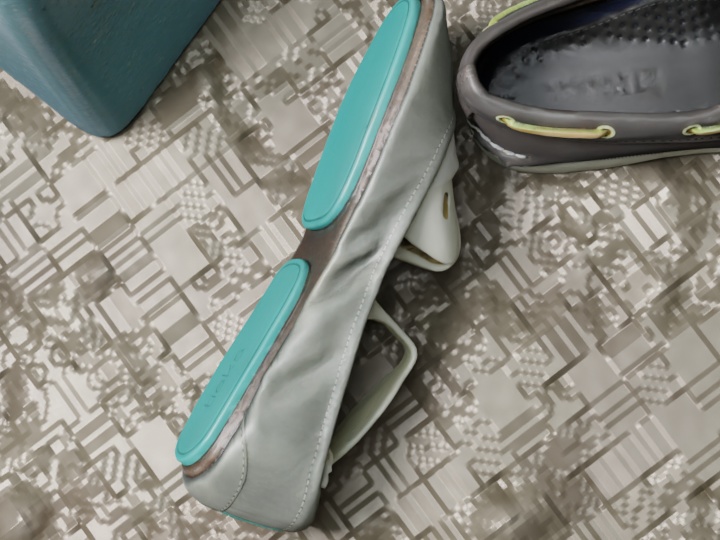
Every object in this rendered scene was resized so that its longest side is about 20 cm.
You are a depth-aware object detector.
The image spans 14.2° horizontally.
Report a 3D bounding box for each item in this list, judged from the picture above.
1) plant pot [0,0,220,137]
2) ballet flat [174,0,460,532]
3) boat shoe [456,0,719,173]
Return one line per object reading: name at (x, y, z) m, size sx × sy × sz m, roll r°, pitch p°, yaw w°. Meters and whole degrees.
plant pot at (-0.127, -0.197, 1.019) m, size 0.196 × 0.200 × 0.196 m, roll 36°, pitch 87°, yaw 13°
ballet flat at (0.000, 0.000, 1.043) m, size 0.063 × 0.067 × 0.201 m, roll 27°, pitch 86°, yaw -15°
boat shoe at (0.133, -0.077, 1.027) m, size 0.200 × 0.061 × 0.072 m, roll -12°, pitch 78°, yaw 7°
